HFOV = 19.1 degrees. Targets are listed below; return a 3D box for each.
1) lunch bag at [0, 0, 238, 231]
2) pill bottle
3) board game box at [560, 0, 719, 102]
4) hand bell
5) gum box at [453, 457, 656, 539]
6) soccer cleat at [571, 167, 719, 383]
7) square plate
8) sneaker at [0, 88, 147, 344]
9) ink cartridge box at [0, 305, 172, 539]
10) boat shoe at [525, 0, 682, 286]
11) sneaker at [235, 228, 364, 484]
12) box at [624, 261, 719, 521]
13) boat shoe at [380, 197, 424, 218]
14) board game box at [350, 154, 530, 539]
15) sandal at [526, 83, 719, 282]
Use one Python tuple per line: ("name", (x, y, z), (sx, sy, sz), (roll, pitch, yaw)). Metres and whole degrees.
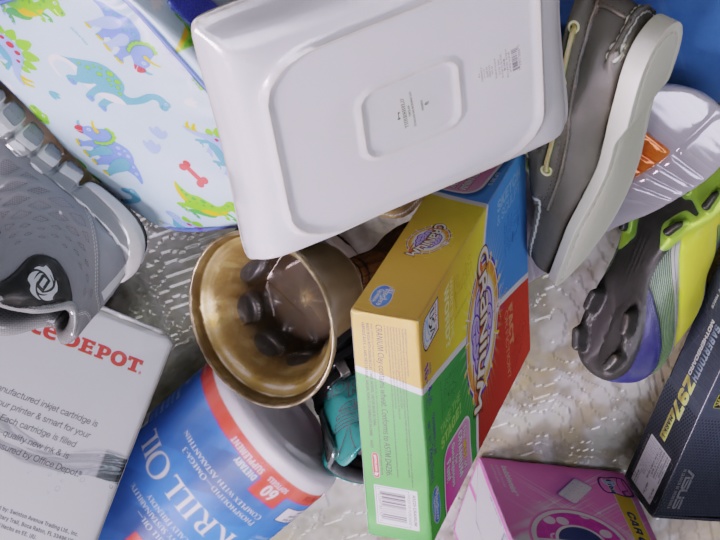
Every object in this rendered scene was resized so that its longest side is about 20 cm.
("lunch bag", (-0.108, -0.109, 1.182), (0.200, 0.160, 0.083), (47, 58, -29))
("pill bottle", (-0.121, 0.152, 1.365), (0.200, 0.113, 0.112), (-41, 122, 14))
("board game box", (0.185, -0.158, 1.277), (0.198, 0.039, 0.158), (-8, 146, 18))
("hand bell", (0.000, 0.000, 1.280), (0.200, 0.104, 0.105), (-26, 138, -50))
("gum box", (0.144, 0.212, 1.417), (0.113, 0.200, 0.067), (8, 119, -17))
("soccer cleat", (0.204, -0.017, 1.387), (0.083, 0.065, 0.201), (1, 121, -50))
("square plate", (0.021, -0.093, 1.100), (0.197, 0.029, 0.201), (-22, 146, -9))
("sneaker", (-0.220, -0.034, 1.194), (0.200, 0.116, 0.075), (37, 144, -10))
("ink cartridge box", (-0.219, 0.103, 1.281), (0.146, 0.083, 0.201), (24, 85, -25))
("boat shoe", (0.130, -0.077, 1.251), (0.060, 0.072, 0.203), (31, 136, 16))
("sneaker", (-0.010, 0.061, 1.332), (0.083, 0.121, 0.200), (-32, 123, 7))
("box", (0.287, 0.079, 1.453), (0.157, 0.051, 0.201), (6, 120, -28))
("boat shoe", (0.016, -0.069, 1.236), (0.071, 0.077, 0.200), (4, 155, 1))
("board game box", (0.051, 0.036, 1.242), (0.040, 0.200, 0.154), (8, 125, 19))
("sandal", (0.139, -0.063, 1.338), (0.206, 0.059, 0.079), (-33, 111, 32))
